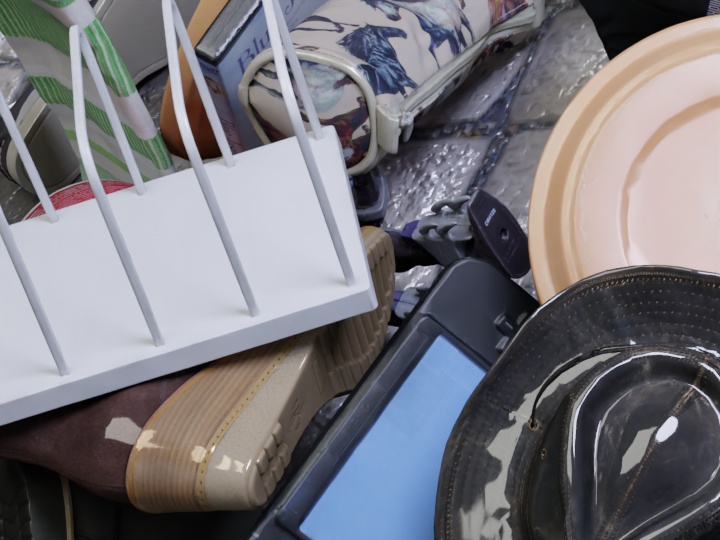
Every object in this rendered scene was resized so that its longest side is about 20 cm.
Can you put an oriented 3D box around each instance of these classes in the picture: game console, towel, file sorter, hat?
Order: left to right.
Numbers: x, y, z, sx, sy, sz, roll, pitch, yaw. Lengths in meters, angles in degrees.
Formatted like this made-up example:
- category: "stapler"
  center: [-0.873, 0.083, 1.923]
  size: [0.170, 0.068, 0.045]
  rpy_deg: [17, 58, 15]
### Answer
- category: "towel"
  center: [-0.157, -0.099, 1.532]
  size: [0.023, 0.200, 0.153]
  rpy_deg: [-35, 34, -17]
- category: "file sorter"
  center: [-0.112, -0.039, 1.251]
  size: [0.200, 0.125, 0.139]
  rpy_deg: [-18, 36, 4]
- category: "game console"
  center: [0.070, 0.115, 1.209]
  size: [0.200, 0.176, 0.116]
  rpy_deg: [-53, 11, -15]
- category: "hat"
  center: [0.121, 0.092, 1.135]
  size: [0.200, 0.081, 0.201]
  rpy_deg: [-1, 83, 9]

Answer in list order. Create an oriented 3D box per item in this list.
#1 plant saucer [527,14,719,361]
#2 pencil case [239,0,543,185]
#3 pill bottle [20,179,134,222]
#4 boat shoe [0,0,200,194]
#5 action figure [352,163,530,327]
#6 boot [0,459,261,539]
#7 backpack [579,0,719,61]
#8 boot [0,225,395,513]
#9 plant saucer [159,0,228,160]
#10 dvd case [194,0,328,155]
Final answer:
- category: "plant saucer"
  center: [0.174, -0.020, 1.206]
  size: [0.200, 0.032, 0.201]
  rpy_deg: [-1, 79, 7]
- category: "pencil case"
  center: [0.022, -0.116, 1.423]
  size: [0.089, 0.078, 0.200]
  rpy_deg: [28, 38, 16]
- category: "pill bottle"
  center: [-0.130, 0.011, 1.445]
  size: [0.112, 0.112, 0.200]
  rpy_deg: [-46, 18, -5]
- category: "boat shoe"
  center: [-0.164, -0.140, 1.680]
  size: [0.063, 0.073, 0.200]
  rpy_deg: [28, 79, 47]
- category: "action figure"
  center: [0.000, 0.000, 1.412]
  size: [0.200, 0.069, 0.130]
  rpy_deg: [2, 64, 46]
- category: "boot"
  center: [-0.101, 0.183, 1.325]
  size: [0.077, 0.138, 0.200]
  rpy_deg: [-7, 86, 59]
- category: "backpack"
  center: [0.214, -0.149, 1.303]
  size: [0.200, 0.167, 0.127]
  rpy_deg: [-7, 58, 21]
- category: "boot"
  center: [-0.087, 0.034, 1.297]
  size: [0.166, 0.072, 0.200]
  rpy_deg: [10, 41, 24]
- category: "plant saucer"
  center: [-0.044, -0.145, 1.519]
  size: [0.037, 0.200, 0.200]
  rpy_deg: [30, 72, 10]
- category: "dvd case"
  center: [-0.030, -0.125, 1.467]
  size: [0.018, 0.200, 0.143]
  rpy_deg: [30, 73, 17]
